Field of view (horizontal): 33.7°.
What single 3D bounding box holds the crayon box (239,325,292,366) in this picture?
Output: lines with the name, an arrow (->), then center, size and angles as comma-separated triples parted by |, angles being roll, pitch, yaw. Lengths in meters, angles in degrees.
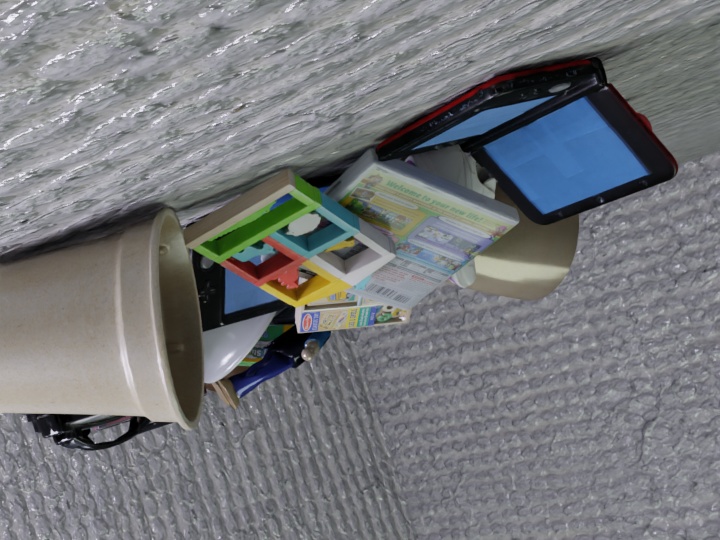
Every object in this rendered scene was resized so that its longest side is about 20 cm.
crayon box -> -0.194, 0.071, 1.658 | 0.200, 0.119, 0.058 | 4, 170, -17

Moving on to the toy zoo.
toy zoo -> -0.057, -0.021, 1.163 | 0.131, 0.020, 0.200 | -27, 143, 26

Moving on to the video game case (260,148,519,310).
video game case -> 0.030, -0.035, 1.208 | 0.200, 0.022, 0.182 | 19, 136, -36

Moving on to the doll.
doll -> -0.089, 0.099, 1.490 | 0.200, 0.049, 0.136 | -35, -169, -17

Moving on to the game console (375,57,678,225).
game console -> 0.141, -0.098, 1.050 | 0.172, 0.119, 0.200 | -16, 176, -33

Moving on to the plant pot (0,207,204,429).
plant pot -> -0.250, 0.054, 1.076 | 0.183, 0.201, 0.200 | -7, 178, 2

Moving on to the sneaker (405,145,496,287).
sneaker -> 0.114, -0.058, 1.304 | 0.099, 0.075, 0.200 | -26, 137, -7

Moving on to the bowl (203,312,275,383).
bowl -> -0.176, 0.031, 1.476 | 0.201, 0.090, 0.201 | -45, -156, 26

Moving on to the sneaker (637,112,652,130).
sneaker -> 0.251, -0.141, 1.338 | 0.200, 0.078, 0.116 | -19, 179, -9

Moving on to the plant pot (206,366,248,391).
plant pot -> -0.271, 0.092, 1.879 | 0.187, 0.187, 0.200 | -19, 163, 25

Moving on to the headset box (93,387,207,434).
headset box -> -0.296, 0.110, 1.546 | 0.148, 0.200, 0.075 | -18, 177, -19

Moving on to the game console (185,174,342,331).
game console -> -0.075, -0.023, 1.262 | 0.116, 0.176, 0.200 | 18, -158, 40

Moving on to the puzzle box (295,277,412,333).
puzzle box -> 0.000, 0.000, 1.291 | 0.133, 0.025, 0.200 | -5, 145, -10

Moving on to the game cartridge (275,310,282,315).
game cartridge -> -0.099, 0.002, 1.540 | 0.200, 0.041, 0.133 | -34, -152, 46

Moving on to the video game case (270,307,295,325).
video game case -> -0.058, 0.007, 1.511 | 0.143, 0.019, 0.200 | -57, -164, -16

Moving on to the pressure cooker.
pressure cooker -> -0.314, 0.108, 1.383 | 0.176, 0.200, 0.179 | -16, 176, -15

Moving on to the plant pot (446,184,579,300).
plant pot -> 0.130, -0.056, 1.449 | 0.200, 0.188, 0.187 | 0, 168, -32
